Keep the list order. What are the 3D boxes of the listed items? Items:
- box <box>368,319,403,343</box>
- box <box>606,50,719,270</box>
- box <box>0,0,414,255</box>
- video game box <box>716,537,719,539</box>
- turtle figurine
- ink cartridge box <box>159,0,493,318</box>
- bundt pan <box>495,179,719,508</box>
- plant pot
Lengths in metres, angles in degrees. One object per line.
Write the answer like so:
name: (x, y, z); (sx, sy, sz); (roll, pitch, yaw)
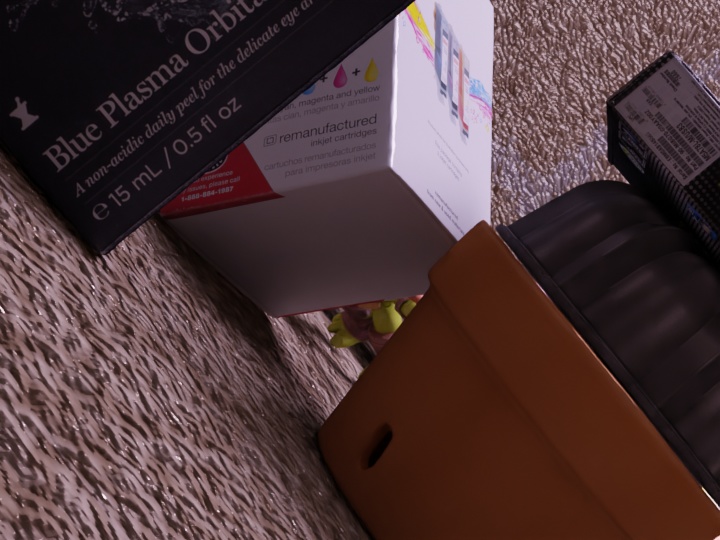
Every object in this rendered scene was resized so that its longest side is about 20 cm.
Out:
box: (0.110, 0.055, 1.299); (0.200, 0.109, 0.128); (31, 1, -20)
box: (0.203, -0.009, 0.828); (0.200, 0.048, 0.193); (51, 2, 8)
box: (-0.098, -0.148, 0.714); (0.200, 0.197, 0.117); (50, 5, -8)
video game box: (0.214, 0.242, 1.012); (0.182, 0.047, 0.200); (-24, 71, -41)
turtle figurine: (0.000, 0.000, 1.079); (0.200, 0.064, 0.161); (40, -25, 30)
ink cartridge box: (-0.013, -0.098, 0.951); (0.145, 0.145, 0.200); (45, 41, -52)
bundt pan: (0.162, 0.033, 0.853); (0.202, 0.076, 0.202); (51, 5, -6)
plant pot: (0.072, 0.093, 0.837); (0.200, 0.140, 0.200); (51, 5, -6)
